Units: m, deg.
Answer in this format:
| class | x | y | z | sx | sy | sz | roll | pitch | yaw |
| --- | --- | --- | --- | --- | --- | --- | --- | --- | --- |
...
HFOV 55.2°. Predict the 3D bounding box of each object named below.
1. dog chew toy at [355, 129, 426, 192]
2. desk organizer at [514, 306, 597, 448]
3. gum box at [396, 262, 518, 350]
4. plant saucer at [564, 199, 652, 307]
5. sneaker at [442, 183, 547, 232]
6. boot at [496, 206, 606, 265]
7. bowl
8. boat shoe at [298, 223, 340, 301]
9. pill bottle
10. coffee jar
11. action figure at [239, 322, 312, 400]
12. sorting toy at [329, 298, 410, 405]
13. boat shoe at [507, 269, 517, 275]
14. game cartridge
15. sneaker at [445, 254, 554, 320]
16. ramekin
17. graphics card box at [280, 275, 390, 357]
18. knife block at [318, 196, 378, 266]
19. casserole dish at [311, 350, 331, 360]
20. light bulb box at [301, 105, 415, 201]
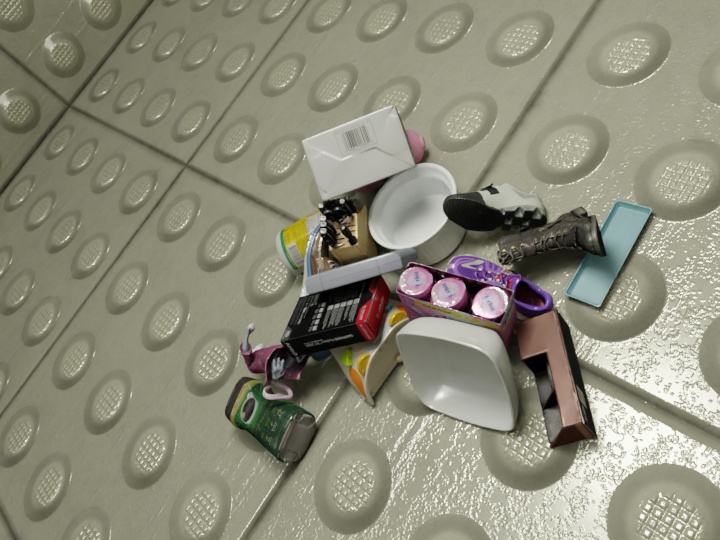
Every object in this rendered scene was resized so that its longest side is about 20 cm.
| class | x | y | z | sx | sy | sz | roll | pitch | yaw |
| --- | --- | --- | --- | --- | --- | --- | --- | --- | --- |
| dog chew toy | 0.051 | -0.255 | 1.546 | 0.196 | 0.125 | 0.126 | -19 | 51 | 14 |
| desk organizer | 0.310 | 0.172 | 1.107 | 0.076 | 0.072 | 0.203 | -22 | 50 | 24 |
| gum box | 0.162 | 0.060 | 1.174 | 0.197 | 0.114 | 0.067 | 16 | 67 | 25 |
| plant saucer | 0.430 | -0.029 | 1.192 | 0.069 | 0.019 | 0.202 | 23 | 77 | 42 |
| sneaker | 0.251 | -0.126 | 1.310 | 0.195 | 0.075 | 0.090 | 8 | 48 | -5 |
| boot | 0.322 | -0.043 | 1.192 | 0.171 | 0.070 | 0.200 | -19 | 13 | 10 |
| bowl | 0.171 | 0.159 | 1.141 | 0.197 | 0.202 | 0.075 | 11 | 46 | 39 |
| boat shoe | -0.077 | 0.007 | 1.428 | 0.071 | 0.072 | 0.205 | 7 | 90 | 17 |
| pill bottle | -0.079 | -0.077 | 1.520 | 0.197 | 0.113 | 0.114 | -26 | 49 | 20 |
| coffee jar | -0.184 | 0.291 | 1.368 | 0.198 | 0.085 | 0.106 | 23 | 87 | 42 |
| action figure | -0.180 | 0.189 | 1.409 | 0.198 | 0.132 | 0.152 | -12 | 71 | 52 |
| sorting toy | 0.008 | 0.119 | 1.335 | 0.201 | 0.107 | 0.179 | -53 | 44 | -6 |
| boat shoe | 0.204 | 0.060 | 1.260 | 0.198 | 0.065 | 0.074 | -35 | 45 | 10 |
| game cartridge | 0.000 | 0.000 | 1.293 | 0.196 | 0.133 | 0.042 | -16 | 87 | 21 |
| sneaker | 0.244 | 0.020 | 1.194 | 0.197 | 0.084 | 0.082 | 22 | 74 | 11 |
| ramekin | 0.123 | -0.108 | 1.407 | 0.197 | 0.098 | 0.204 | -19 | 52 | 25 |
| graphics card box | -0.047 | 0.087 | 1.295 | 0.197 | 0.051 | 0.127 | -16 | 35 | 29 |
| knife block | -0.024 | -0.053 | 1.367 | 0.063 | 0.204 | 0.176 | -8 | 22 | 17 |
| casserole dish | -0.059 | 0.096 | 1.443 | 0.199 | 0.039 | 0.122 | -42 | 45 | 6 |
| light bulb box | 0.003 | -0.239 | 1.392 | 0.195 | 0.127 | 0.200 | -19 | 10 | 7 |
